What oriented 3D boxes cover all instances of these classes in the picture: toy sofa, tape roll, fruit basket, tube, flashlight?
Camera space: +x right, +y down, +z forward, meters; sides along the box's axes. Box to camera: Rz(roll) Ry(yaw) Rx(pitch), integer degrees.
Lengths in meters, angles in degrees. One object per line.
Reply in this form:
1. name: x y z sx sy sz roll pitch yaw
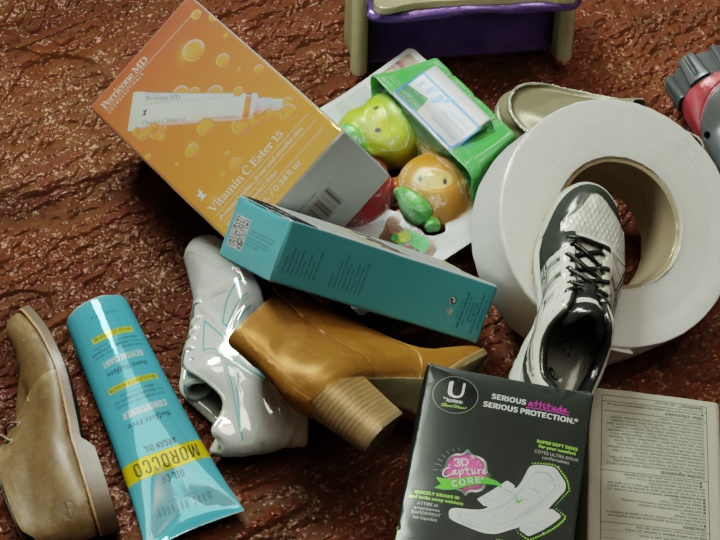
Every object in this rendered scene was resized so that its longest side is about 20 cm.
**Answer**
1. toy sofa: 0.087 -0.216 1.856 0.199 0.083 0.098 -5 35 -11
2. tape roll: 0.190 -0.029 1.694 0.202 0.071 0.203 4 77 -17
3. fruit basket: 0.022 -0.080 1.751 0.200 0.094 0.185 -31 61 -23
4. tube: -0.162 0.112 1.613 0.077 0.050 0.200 -22 63 -13
5. flashlight: 0.330 -0.100 1.817 0.068 0.068 0.200 -17 55 -15

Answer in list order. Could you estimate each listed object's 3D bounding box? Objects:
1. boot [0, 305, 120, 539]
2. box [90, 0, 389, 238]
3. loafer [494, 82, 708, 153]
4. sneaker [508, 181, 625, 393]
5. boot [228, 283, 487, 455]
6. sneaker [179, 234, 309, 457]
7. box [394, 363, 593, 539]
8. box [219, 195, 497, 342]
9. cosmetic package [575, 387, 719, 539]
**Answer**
1. boot: -0.241 0.114 1.587 0.075 0.074 0.200 -18 58 -8
2. box: -0.096 -0.102 1.708 0.124 0.097 0.200 -48 59 1
3. loafer: 0.210 -0.117 1.815 0.199 0.068 0.076 21 53 10
4. sneaker: 0.166 0.025 1.591 0.075 0.088 0.201 15 73 -11
5. boot: 0.000 0.056 1.611 0.144 0.071 0.201 41 30 15
6. sneaker: -0.106 0.055 1.644 0.080 0.071 0.201 -16 56 -15
7. box: 0.084 0.194 1.507 0.124 0.149 0.200 11 52 4
8. box: 0.000 0.000 1.622 0.200 0.049 0.082 17 5 -34
9. cosmetic package: 0.209 0.190 1.573 0.103 0.073 0.201 8 52 -1
